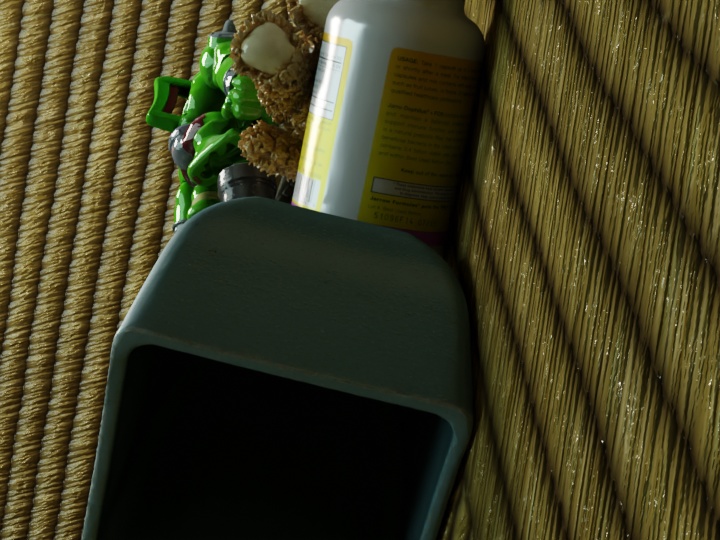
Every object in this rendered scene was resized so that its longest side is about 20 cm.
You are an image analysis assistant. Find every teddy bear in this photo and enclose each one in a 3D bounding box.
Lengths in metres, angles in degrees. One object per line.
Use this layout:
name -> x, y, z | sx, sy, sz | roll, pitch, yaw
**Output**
teddy bear -> -0.021, -0.114, 1.369 | 0.067, 0.200, 0.145 | 22, 78, 43

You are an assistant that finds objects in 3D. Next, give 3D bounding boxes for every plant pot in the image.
plant pot -> -0.038, 0.066, 1.190 | 0.200, 0.196, 0.197 | -77, 1, -52

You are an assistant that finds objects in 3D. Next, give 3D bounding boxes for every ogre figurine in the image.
ogre figurine -> -0.105, -0.094, 1.464 | 0.200, 0.098, 0.120 | 85, 177, -50

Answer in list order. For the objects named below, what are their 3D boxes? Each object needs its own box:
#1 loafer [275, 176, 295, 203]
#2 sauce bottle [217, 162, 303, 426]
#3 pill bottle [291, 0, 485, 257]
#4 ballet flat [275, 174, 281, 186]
loafer -> -0.026, -0.055, 1.474 | 0.067, 0.076, 0.200 | 91, -173, -65
sauce bottle -> -0.068, 0.022, 1.349 | 0.066, 0.066, 0.200 | 111, 156, -63
pill bottle -> 0.021, -0.108, 1.289 | 0.104, 0.104, 0.200 | -110, 31, -79
ballet flat -> -0.052, -0.088, 1.609 | 0.069, 0.063, 0.200 | -50, 8, 38
